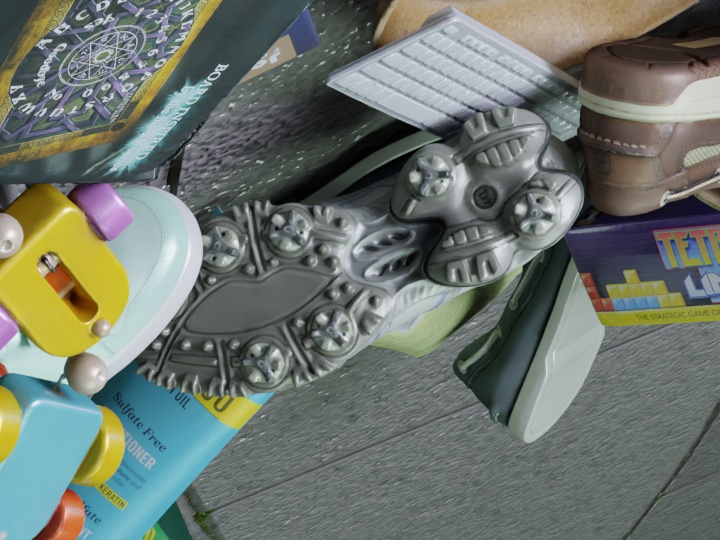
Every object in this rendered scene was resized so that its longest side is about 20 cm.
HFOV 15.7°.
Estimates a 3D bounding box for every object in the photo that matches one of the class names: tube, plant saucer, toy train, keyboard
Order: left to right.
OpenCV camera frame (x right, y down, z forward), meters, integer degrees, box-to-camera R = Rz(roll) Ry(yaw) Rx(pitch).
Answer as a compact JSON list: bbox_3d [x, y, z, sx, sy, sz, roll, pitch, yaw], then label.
[{"bbox_3d":[-0.150,0.031,0.899,0.150,0.056,0.201,-26,137,-30],"label":"toy train"},{"bbox_3d":[-0.094,0.072,1.139,0.200,0.077,0.050,-51,166,18],"label":"tube"},{"bbox_3d":[0.024,0.015,1.293,0.058,0.052,0.200,3,177,21],"label":"tube"},{"bbox_3d":[0.049,-0.069,1.031,0.056,0.011,0.200,-30,163,17],"label":"keyboard"},{"bbox_3d":[0.087,-0.133,0.979,0.199,0.036,0.200,-24,163,-8],"label":"plant saucer"}]

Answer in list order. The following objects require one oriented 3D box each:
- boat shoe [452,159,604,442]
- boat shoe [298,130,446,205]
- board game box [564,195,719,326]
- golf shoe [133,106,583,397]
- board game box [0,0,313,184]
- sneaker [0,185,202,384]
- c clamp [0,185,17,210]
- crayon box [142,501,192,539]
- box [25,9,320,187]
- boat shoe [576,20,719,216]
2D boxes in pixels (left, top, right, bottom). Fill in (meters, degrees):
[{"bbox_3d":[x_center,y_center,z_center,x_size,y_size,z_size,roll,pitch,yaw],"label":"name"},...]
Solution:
[{"bbox_3d":[0.096,-0.007,1.275,0.073,0.062,0.201,-28,145,-47],"label":"boat shoe"},{"bbox_3d":[-0.006,-0.007,1.157,0.199,0.062,0.075,-27,163,3],"label":"boat shoe"},{"bbox_3d":[0.216,-0.042,1.162,0.199,0.057,0.165,-5,-155,45],"label":"board game box"},{"bbox_3d":[0.000,0.000,1.071,0.199,0.079,0.097,-20,174,9],"label":"golf shoe"},{"bbox_3d":[-0.066,-0.093,0.795,0.135,0.028,0.200,-3,148,-47],"label":"board game box"},{"bbox_3d":[-0.153,0.009,0.983,0.200,0.074,0.118,-25,159,-10],"label":"sneaker"},{"bbox_3d":[-0.196,-0.004,0.873,0.199,0.027,0.172,-25,133,-33],"label":"c clamp"},{"bbox_3d":[-0.201,0.160,1.357,0.199,0.058,0.173,-28,162,4],"label":"crayon box"},{"bbox_3d":[-0.080,-0.086,0.888,0.121,0.033,0.200,-26,163,-1],"label":"box"},{"bbox_3d":[0.156,-0.061,1.089,0.075,0.075,0.202,18,-160,42],"label":"boat shoe"}]
